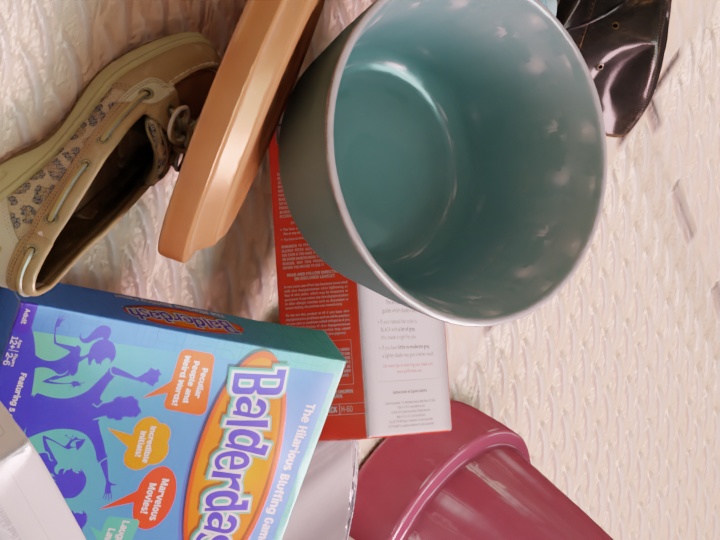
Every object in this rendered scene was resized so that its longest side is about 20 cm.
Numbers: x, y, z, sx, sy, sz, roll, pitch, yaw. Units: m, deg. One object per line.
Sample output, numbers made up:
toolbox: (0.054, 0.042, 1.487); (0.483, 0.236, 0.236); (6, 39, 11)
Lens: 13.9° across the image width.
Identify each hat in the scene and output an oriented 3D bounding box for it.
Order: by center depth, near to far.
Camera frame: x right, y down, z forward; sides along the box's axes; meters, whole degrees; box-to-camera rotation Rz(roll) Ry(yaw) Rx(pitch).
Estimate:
hat: (0.159, -0.143, 1.908); (0.201, 0.081, 0.201); (23, 90, -89)

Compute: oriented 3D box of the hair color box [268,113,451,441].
hair color box: (0.000, 0.000, 1.761); (0.101, 0.061, 0.201); (1, 85, -58)

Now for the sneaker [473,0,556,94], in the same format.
sneaker: (0.079, -0.109, 1.812); (0.082, 0.074, 0.200); (-24, 163, -22)

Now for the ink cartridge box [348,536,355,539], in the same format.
ink cartridge box: (-0.069, 0.281, 1.974); (0.200, 0.084, 0.145); (-32, 141, -41)

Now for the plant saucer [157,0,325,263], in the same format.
plant saucer: (-0.059, -0.096, 1.607); (0.200, 0.032, 0.201); (23, 90, -89)

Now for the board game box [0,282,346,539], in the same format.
board game box: (-0.125, 0.092, 1.645); (0.199, 0.045, 0.153); (10, 109, -26)

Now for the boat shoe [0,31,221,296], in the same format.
boat shoe: (-0.134, -0.053, 1.582); (0.200, 0.063, 0.073); (-45, 147, -29)

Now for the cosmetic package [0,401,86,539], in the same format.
cosmetic package: (-0.247, 0.154, 1.476); (0.200, 0.123, 0.200); (-35, 146, -10)

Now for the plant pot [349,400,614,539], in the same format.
plant pot: (0.093, 0.218, 2.084); (0.200, 0.179, 0.200); (-40, 146, -35)

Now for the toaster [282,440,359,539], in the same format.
toaster: (-0.076, 0.154, 1.817); (0.129, 0.113, 0.201); (-32, 138, -45)

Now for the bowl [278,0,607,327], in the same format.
bowl: (0.033, -0.065, 1.671); (0.200, 0.105, 0.202); (4, 83, -36)
